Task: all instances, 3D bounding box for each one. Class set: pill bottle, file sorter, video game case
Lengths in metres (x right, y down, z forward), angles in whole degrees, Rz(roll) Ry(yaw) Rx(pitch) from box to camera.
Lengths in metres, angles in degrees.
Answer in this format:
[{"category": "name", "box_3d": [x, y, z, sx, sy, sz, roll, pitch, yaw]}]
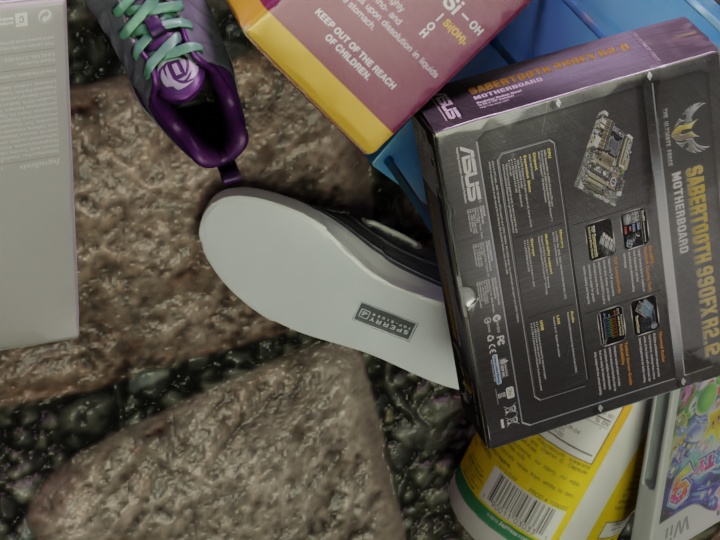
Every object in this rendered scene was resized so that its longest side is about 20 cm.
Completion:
[{"category": "pill bottle", "box_3d": [0.144, 0.083, 1.312, 0.112, 0.113, 0.201, 13, 115, -29]}, {"category": "file sorter", "box_3d": [0.133, -0.079, 1.197, 0.138, 0.123, 0.200, 33, 104, -36]}, {"category": "video game case", "box_3d": [0.225, 0.067, 1.278, 0.143, 0.018, 0.201, -23, 129, -40]}]

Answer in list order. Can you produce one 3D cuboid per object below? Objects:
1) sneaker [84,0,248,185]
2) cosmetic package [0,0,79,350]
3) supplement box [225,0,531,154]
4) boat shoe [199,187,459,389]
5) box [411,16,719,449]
[{"category": "sneaker", "box_3d": [-0.104, -0.138, 1.080, 0.074, 0.088, 0.201, -30, 128, -2]}, {"category": "cosmetic package", "box_3d": [-0.195, -0.067, 1.077, 0.089, 0.107, 0.201, -7, 121, -19]}, {"category": "supplement box", "box_3d": [0.028, -0.180, 1.076, 0.200, 0.131, 0.103, -43, 119, 9]}, {"category": "boat shoe", "box_3d": [0.000, 0.000, 1.229, 0.199, 0.068, 0.072, 23, 120, -10]}, {"category": "box", "box_3d": [0.119, -0.018, 1.120, 0.157, 0.048, 0.201, -17, 121, -9]}]
